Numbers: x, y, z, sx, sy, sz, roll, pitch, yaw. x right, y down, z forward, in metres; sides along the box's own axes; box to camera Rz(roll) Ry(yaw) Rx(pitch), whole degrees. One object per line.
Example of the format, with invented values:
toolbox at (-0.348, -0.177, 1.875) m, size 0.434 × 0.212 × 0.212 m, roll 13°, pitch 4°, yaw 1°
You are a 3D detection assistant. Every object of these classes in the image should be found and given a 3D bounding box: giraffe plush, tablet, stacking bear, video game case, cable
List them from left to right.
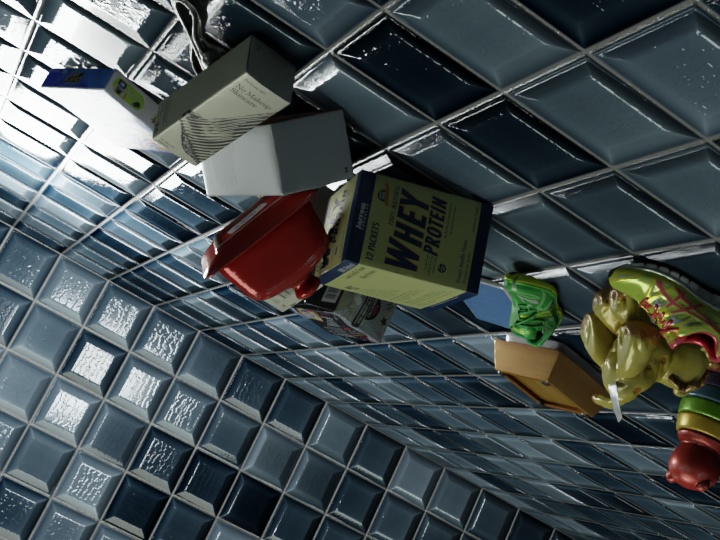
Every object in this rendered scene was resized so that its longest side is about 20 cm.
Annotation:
video game case at (-0.408, -0.268, 1.895) m, size 0.200 × 0.046 × 0.181 m, roll 11°, pitch 157°, yaw 44°
cable at (-0.201, -0.304, 1.493) m, size 0.097 × 0.050 × 0.200 m, roll 29°, pitch 156°, yaw 35°
tablet at (0.228, 0.055, 1.987) m, size 0.130 × 0.014 × 0.200 m, roll 16°, pitch 161°, yaw 33°
giraffe plush at (0.430, 0.117, 1.642) m, size 0.162 × 0.201 × 0.173 m, roll 0°, pitch 166°, yaw -14°
stacking bear at (0.538, 0.244, 1.751) m, size 0.121 × 0.200 × 0.114 m, roll 12°, pitch 159°, yaw 42°

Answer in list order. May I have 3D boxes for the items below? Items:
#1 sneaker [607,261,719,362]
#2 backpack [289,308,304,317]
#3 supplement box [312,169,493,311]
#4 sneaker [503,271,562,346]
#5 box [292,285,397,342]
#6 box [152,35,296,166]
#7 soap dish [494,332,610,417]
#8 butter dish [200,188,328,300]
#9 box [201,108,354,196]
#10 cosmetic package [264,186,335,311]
sneaker at (0.423, 0.057, 1.535) m, size 0.200 × 0.090 × 0.078 m, roll 26°, pitch 166°, yaw 8°
backpack at (-0.048, 0.027, 2.109) m, size 0.200 × 0.154 × 0.190 m, roll 25°, pitch 175°, yaw -8°
supplement box at (0.056, -0.037, 1.651) m, size 0.199 × 0.135 × 0.200 m, roll 14°, pitch 167°, yaw -13°
sneaker at (0.274, 0.066, 1.813) m, size 0.074 × 0.084 × 0.200 m, roll 17°, pitch 161°, yaw 32°
box at (0.000, 0.000, 1.820) m, size 0.115 × 0.200 × 0.132 m, roll 35°, pitch 162°, yaw -36°
box at (-0.181, -0.219, 1.492) m, size 0.082 × 0.069 × 0.200 m, roll 31°, pitch 139°, yaw -33°
soap dish at (0.355, 0.198, 2.119) m, size 0.157 × 0.081 × 0.200 m, roll 8°, pitch 158°, yaw 48°
butter dish at (-0.114, -0.023, 1.619) m, size 0.148 × 0.200 × 0.199 m, roll 51°, pitch 179°, yaw -14°
box at (-0.122, -0.162, 1.579) m, size 0.124 × 0.098 × 0.200 m, roll -17°, pitch -167°, yaw -36°
cosmetic package at (-0.106, -0.047, 1.796) m, size 0.073 × 0.200 × 0.103 m, roll 33°, pitch 132°, yaw -30°
